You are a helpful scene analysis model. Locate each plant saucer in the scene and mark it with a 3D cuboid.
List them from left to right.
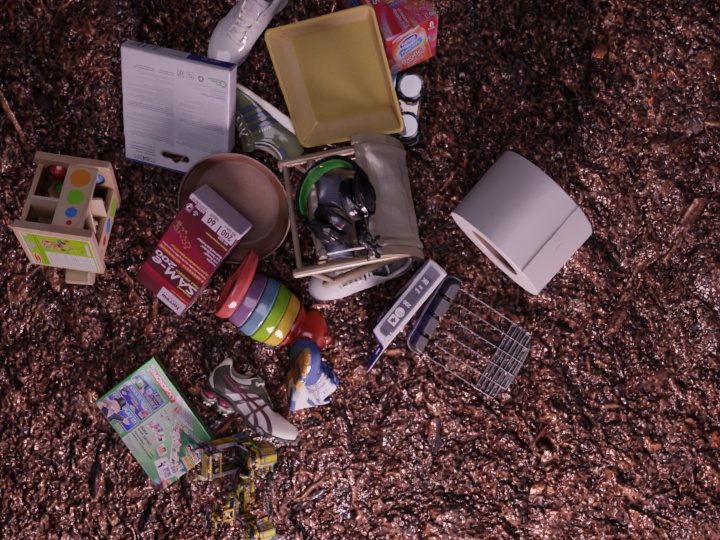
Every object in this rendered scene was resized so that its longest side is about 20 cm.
[{"bbox_3d":[-0.214,-0.110,1.301,0.195,0.037,0.205,2,117,5],"label":"plant saucer"},{"bbox_3d":[-0.035,-0.313,1.222,0.196,0.049,0.204,-4,119,25],"label":"plant saucer"}]

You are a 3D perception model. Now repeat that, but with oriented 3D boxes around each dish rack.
[{"bbox_3d":[0.199,0.124,1.355,0.198,0.055,0.155,32,94,-6],"label":"dish rack"}]

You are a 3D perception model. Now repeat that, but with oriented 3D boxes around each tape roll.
[{"bbox_3d":[0.268,-0.079,1.267,0.202,0.203,0.139,43,91,-5],"label":"tape roll"}]

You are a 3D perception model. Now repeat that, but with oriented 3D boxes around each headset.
[{"bbox_3d":[-0.029,-0.093,1.129,0.123,0.094,0.201,-43,60,7],"label":"headset"}]

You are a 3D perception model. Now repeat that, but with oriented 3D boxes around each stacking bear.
[{"bbox_3d":[-0.142,0.078,1.311,0.198,0.115,0.121,32,136,-16],"label":"stacking bear"}]

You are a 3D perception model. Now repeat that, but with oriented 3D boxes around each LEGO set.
[{"bbox_3d":[-0.224,0.378,1.302,0.114,0.153,0.205,-5,108,-38],"label":"LEGO set"}]

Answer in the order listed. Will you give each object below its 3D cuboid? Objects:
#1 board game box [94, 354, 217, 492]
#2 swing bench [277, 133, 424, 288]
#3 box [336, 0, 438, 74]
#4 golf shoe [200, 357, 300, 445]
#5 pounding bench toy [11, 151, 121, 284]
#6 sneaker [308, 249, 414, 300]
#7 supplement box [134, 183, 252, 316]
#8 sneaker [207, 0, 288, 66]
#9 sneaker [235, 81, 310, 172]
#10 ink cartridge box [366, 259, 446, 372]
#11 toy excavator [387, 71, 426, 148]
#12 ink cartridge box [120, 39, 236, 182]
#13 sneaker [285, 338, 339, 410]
[{"bbox_3d":[-0.362,0.273,1.356,0.133,0.029,0.202,-35,95,0],"label":"board game box"},{"bbox_3d":[-0.013,-0.098,1.239,0.196,0.129,0.204,-15,76,20],"label":"swing bench"},{"bbox_3d":[0.037,-0.434,1.239,0.098,0.096,0.203,-25,67,-10],"label":"box"},{"bbox_3d":[-0.183,0.237,1.339,0.198,0.077,0.089,32,84,-6],"label":"golf shoe"},{"bbox_3d":[-0.482,-0.085,1.284,0.121,0.201,0.159,7,63,-5],"label":"pounding bench toy"},{"bbox_3d":[0.000,0.000,1.324,0.196,0.081,0.078,-22,97,1],"label":"sneaker"},{"bbox_3d":[-0.285,-0.033,1.286,0.108,0.061,0.201,39,115,-4],"label":"supplement box"},{"bbox_3d":[-0.195,-0.426,1.273,0.074,0.100,0.201,37,94,-7],"label":"sneaker"},{"bbox_3d":[-0.186,-0.249,1.301,0.198,0.067,0.091,33,87,-7],"label":"sneaker"},{"bbox_3d":[0.064,0.070,1.273,0.043,0.198,0.201,38,91,2],"label":"ink cartridge box"},{"bbox_3d":[0.015,-0.316,1.299,0.195,0.100,0.200,6,93,6],"label":"toy excavator"},{"bbox_3d":[-0.306,-0.267,1.278,0.192,0.044,0.204,14,124,7],"label":"ink cartridge box"},{"bbox_3d":[-0.077,0.173,1.295,0.086,0.201,0.077,-3,60,-13],"label":"sneaker"}]
